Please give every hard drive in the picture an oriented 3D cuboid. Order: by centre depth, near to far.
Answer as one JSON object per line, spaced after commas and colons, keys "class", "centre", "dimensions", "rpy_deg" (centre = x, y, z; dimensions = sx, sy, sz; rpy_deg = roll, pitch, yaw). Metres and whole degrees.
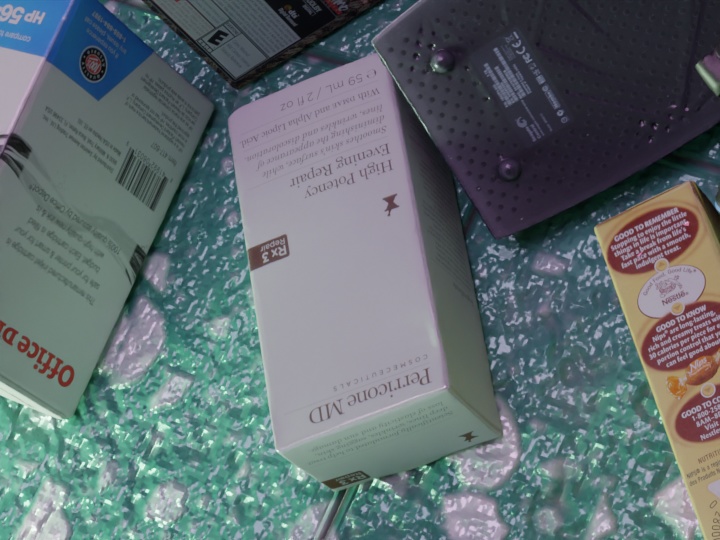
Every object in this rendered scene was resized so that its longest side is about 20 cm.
{"class": "hard drive", "centre": [0.121, -0.119, 1.167], "dimensions": [0.199, 0.042, 0.135], "rpy_deg": [-31, 100, 14]}

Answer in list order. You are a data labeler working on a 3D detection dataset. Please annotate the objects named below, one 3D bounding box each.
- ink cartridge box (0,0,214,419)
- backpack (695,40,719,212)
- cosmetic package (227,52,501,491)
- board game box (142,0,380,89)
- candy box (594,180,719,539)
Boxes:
{"class": "ink cartridge box", "centre": [-0.182, -0.041, 1.269], "dimensions": [0.084, 0.146, 0.201], "rpy_deg": [17, 76, 33]}
{"class": "backpack", "centre": [0.268, -0.055, 1.026], "dimensions": [0.182, 0.148, 0.200], "rpy_deg": [22, 39, 30]}
{"class": "cosmetic package", "centre": [0.000, 0.000, 1.200], "dimensions": [0.101, 0.074, 0.201], "rpy_deg": [-21, 59, 18]}
{"class": "board game box", "centre": [-0.036, -0.217, 1.264], "dimensions": [0.199, 0.159, 0.097], "rpy_deg": [-30, 57, 12]}
{"class": "candy box", "centre": [0.174, 0.073, 1.049], "dimensions": [0.055, 0.115, 0.201], "rpy_deg": [-24, 59, 15]}
